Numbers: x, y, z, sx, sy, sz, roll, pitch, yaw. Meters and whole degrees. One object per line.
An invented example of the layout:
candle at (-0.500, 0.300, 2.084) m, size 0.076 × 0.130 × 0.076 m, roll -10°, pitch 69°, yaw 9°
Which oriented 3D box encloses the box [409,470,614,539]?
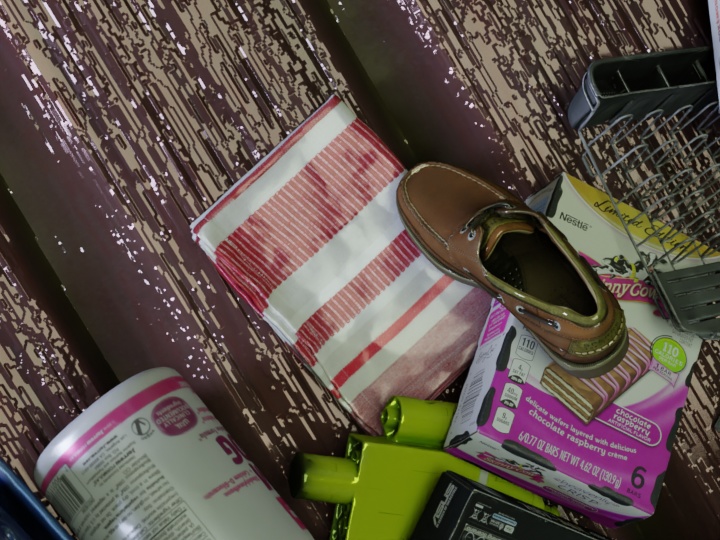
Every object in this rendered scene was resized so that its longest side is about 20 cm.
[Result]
box at (0.107, 0.240, 1.223) m, size 0.200 × 0.044 × 0.160 m, roll 24°, pitch 92°, yaw -28°

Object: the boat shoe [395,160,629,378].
boat shoe at (0.095, -0.017, 1.183) m, size 0.072 × 0.068 × 0.200 m, roll -44°, pitch 60°, yaw -11°

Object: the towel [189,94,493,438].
towel at (0.000, 0.000, 1.250) m, size 0.144 × 0.023 × 0.200 m, roll -44°, pitch 99°, yaw -12°

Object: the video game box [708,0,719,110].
video game box at (0.341, -0.162, 1.292) m, size 0.200 × 0.047 × 0.182 m, roll 8°, pitch 61°, yaw -17°

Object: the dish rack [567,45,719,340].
dish rack at (0.234, -0.052, 1.250) m, size 0.153 × 0.055 × 0.200 m, roll -11°, pitch 68°, yaw -32°

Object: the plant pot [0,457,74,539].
plant pot at (-0.243, 0.234, 1.084) m, size 0.200 × 0.180 × 0.200 m, roll -39°, pitch 98°, yaw 8°

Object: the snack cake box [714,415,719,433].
snack cake box at (0.345, 0.049, 1.289) m, size 0.067 × 0.115 × 0.200 m, roll 35°, pitch 81°, yaw -11°

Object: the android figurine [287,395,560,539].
android figurine at (0.042, 0.177, 1.236) m, size 0.200 × 0.041 × 0.182 m, roll 8°, pitch 93°, yaw -22°

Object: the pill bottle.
pill bottle at (-0.099, 0.168, 1.145) m, size 0.113 × 0.113 × 0.200 m, roll -38°, pitch 79°, yaw -12°

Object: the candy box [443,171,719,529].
candy box at (0.153, 0.053, 1.240) m, size 0.136 × 0.061 × 0.200 m, roll 25°, pitch 65°, yaw -13°
